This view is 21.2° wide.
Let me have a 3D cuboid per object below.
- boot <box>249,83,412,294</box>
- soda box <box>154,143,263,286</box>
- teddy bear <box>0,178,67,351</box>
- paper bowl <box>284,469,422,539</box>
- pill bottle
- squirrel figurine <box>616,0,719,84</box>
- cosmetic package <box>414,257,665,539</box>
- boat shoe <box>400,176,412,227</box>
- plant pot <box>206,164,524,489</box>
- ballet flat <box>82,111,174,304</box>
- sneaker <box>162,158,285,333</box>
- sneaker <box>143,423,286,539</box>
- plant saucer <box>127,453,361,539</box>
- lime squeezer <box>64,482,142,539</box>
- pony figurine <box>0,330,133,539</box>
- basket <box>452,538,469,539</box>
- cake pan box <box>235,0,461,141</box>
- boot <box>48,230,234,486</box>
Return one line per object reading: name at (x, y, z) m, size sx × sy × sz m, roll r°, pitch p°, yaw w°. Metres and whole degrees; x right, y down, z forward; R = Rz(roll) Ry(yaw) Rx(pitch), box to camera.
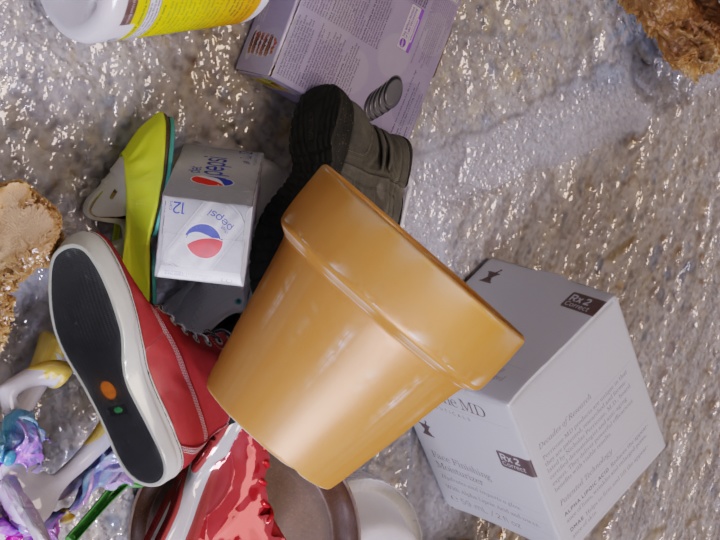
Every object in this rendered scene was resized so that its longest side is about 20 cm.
boot at (-0.012, -0.043, 1.590) m, size 0.131 × 0.068 × 0.201 m, roll 36°, pitch 64°, yaw -45°
soda box at (-0.113, -0.045, 1.469) m, size 0.068 × 0.200 × 0.064 m, roll 7°, pitch 105°, yaw -3°
teddy bear at (-0.305, 0.015, 1.411) m, size 0.145 × 0.067 × 0.200 m, roll 29°, pitch 88°, yaw -36°
paper bowl at (-0.022, 0.280, 1.738) m, size 0.200 × 0.104 × 0.201 m, roll -17°, pitch 116°, yaw -40°
pill bottle at (-0.139, -0.235, 1.456) m, size 0.200 × 0.109 × 0.110 m, roll -14°, pitch 112°, yaw -41°
squirrel figurine at (0.354, -0.293, 1.936) m, size 0.200 × 0.141 × 0.187 m, roll -54°, pitch 145°, yaw 1°
cosmetic package at (0.159, 0.126, 1.825) m, size 0.165 × 0.165 × 0.200 m, roll -43°, pitch 128°, yaw -26°
boat shoe at (0.000, 0.000, 1.695) m, size 0.071 × 0.070 × 0.201 m, roll 16°, pitch 91°, yaw -46°
plant pot at (-0.011, 0.054, 1.440) m, size 0.183 × 0.200 × 0.200 m, roll -49°, pitch 134°, yaw 3°
ballet flat at (-0.187, -0.026, 1.513) m, size 0.067 × 0.067 × 0.201 m, roll 3°, pitch 103°, yaw -16°
sneaker at (-0.099, 0.005, 1.586) m, size 0.075 × 0.088 × 0.200 m, roll 33°, pitch 78°, yaw -44°
sneaker at (-0.092, 0.181, 1.596) m, size 0.115 × 0.078 × 0.200 m, roll 30°, pitch 87°, yaw -16°
plant saucer at (-0.100, 0.227, 1.631) m, size 0.200 × 0.034 × 0.201 m, roll 3°, pitch 79°, yaw -14°
lime squeezer at (-0.167, 0.150, 1.577) m, size 0.200 × 0.071 × 0.038 m, roll -45°, pitch 112°, yaw -10°
pony figurine at (-0.256, 0.169, 1.454) m, size 0.200 × 0.166 × 0.193 m, roll -41°, pitch 112°, yaw -39°
basket at (0.138, 0.361, 1.852) m, size 0.143 × 0.200 × 0.149 m, roll -21°, pitch 114°, yaw -41°
cake pan box at (0.002, -0.225, 1.642) m, size 0.184 × 0.052 × 0.201 m, roll 23°, pitch 86°, yaw -48°
boot at (-0.153, 0.044, 1.475) m, size 0.144 × 0.072 × 0.201 m, roll -38°, pitch 114°, yaw -47°
